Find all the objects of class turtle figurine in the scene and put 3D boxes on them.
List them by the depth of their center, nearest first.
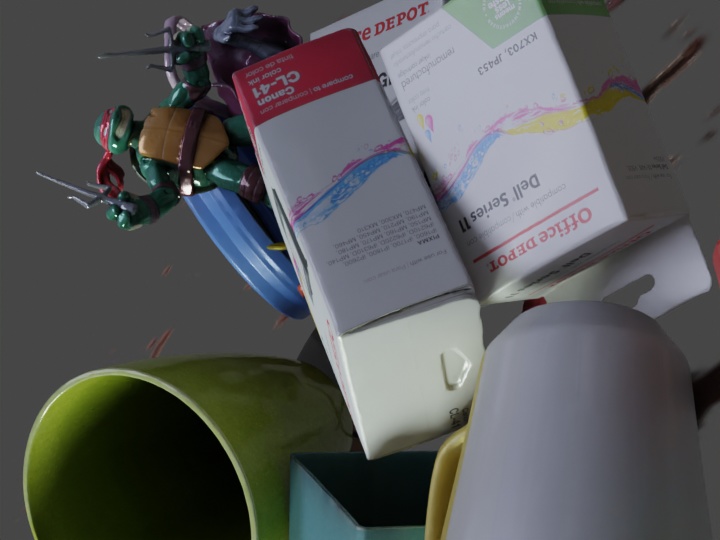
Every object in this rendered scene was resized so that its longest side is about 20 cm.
[{"bbox_3d":[-0.121,-0.095,1.498,0.101,0.198,0.151,51,-132,-83],"label":"turtle figurine"}]

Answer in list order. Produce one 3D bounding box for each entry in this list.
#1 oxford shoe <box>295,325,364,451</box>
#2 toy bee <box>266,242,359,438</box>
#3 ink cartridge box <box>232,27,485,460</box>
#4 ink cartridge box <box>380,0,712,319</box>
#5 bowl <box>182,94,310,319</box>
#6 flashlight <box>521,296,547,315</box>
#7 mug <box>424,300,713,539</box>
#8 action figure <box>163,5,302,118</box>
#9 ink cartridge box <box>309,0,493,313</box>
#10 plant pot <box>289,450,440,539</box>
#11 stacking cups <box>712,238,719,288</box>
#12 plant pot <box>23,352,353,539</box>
[{"bbox_3d":[-0.015,0.114,1.576,0.071,0.071,0.202,-1,67,43],"label":"oxford shoe"},{"bbox_3d":[0.000,0.000,1.495,0.130,0.109,0.202,-22,67,17],"label":"toy bee"},{"bbox_3d":[0.002,-0.015,1.233,0.148,0.085,0.201,77,174,-55],"label":"ink cartridge box"},{"bbox_3d":[0.102,-0.058,1.166,0.117,0.067,0.202,-31,74,37],"label":"ink cartridge box"},{"bbox_3d":[-0.087,-0.048,1.637,0.039,0.201,0.201,-36,37,10],"label":"bowl"},{"bbox_3d":[0.108,0.006,1.252,0.067,0.068,0.202,27,108,43],"label":"flashlight"},{"bbox_3d":[0.101,0.104,1.131,0.149,0.185,0.155,45,-135,-56],"label":"mug"},{"bbox_3d":[-0.062,-0.101,1.627,0.200,0.147,0.135,73,-163,-58],"label":"action figure"},{"bbox_3d":[0.038,-0.075,1.391,0.146,0.082,0.202,-18,68,48],"label":"ink cartridge box"},{"bbox_3d":[0.032,0.230,1.317,0.141,0.140,0.202,-145,59,-67],"label":"plant pot"},{"bbox_3d":[0.203,0.064,0.998,0.061,0.060,0.201,116,151,-43],"label":"stacking cups"},{"bbox_3d":[-0.093,0.130,1.430,0.186,0.200,0.189,9,108,30],"label":"plant pot"}]
